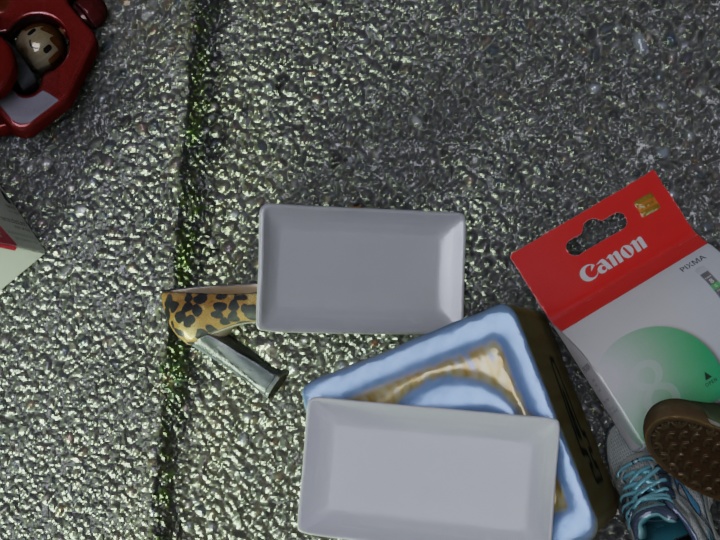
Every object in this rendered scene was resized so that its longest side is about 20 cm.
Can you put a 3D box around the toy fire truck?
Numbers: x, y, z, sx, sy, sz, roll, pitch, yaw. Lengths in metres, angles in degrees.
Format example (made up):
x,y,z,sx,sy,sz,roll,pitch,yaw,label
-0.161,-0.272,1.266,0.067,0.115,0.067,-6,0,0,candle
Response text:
x,y,z,sx,sy,sz,roll,pitch,yaw,label
-0.334,-0.234,1.531,0.168,0.112,0.200,-40,79,-11,toy fire truck

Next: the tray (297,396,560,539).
x,y,z,sx,sy,sz,roll,pitch,yaw,label
0.052,0.158,1.240,0.198,0.022,0.109,4,88,14,tray

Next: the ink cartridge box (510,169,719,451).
x,y,z,sx,sy,sz,roll,pitch,yaw,label
0.246,0.028,1.367,0.160,0.050,0.201,-29,81,-12,ink cartridge box

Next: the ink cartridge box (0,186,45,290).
x,y,z,sx,sy,sz,roll,pitch,yaw,label
-0.405,-0.077,1.510,0.084,0.145,0.201,-38,79,7,ink cartridge box

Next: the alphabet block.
x,y,z,sx,sy,sz,roll,pitch,yaw,label
0.089,0.152,1.346,0.194,0.200,0.198,-21,82,11,alphabet block

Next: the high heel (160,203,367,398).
x,y,z,sx,sy,sz,roll,pitch,yaw,label
-0.090,-0.003,1.466,0.142,0.071,0.201,34,100,12,high heel

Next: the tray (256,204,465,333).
x,y,z,sx,sy,sz,roll,pitch,yaw,label
0.000,0.000,1.410,0.198,0.022,0.109,2,91,-26,tray

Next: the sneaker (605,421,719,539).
x,y,z,sx,sy,sz,roll,pitch,yaw,label
0.252,0.197,1.334,0.077,0.086,0.201,-36,52,18,sneaker

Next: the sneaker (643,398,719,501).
x,y,z,sx,sy,sz,roll,pitch,yaw,label
0.312,0.141,1.321,0.199,0.090,0.067,27,127,-16,sneaker
